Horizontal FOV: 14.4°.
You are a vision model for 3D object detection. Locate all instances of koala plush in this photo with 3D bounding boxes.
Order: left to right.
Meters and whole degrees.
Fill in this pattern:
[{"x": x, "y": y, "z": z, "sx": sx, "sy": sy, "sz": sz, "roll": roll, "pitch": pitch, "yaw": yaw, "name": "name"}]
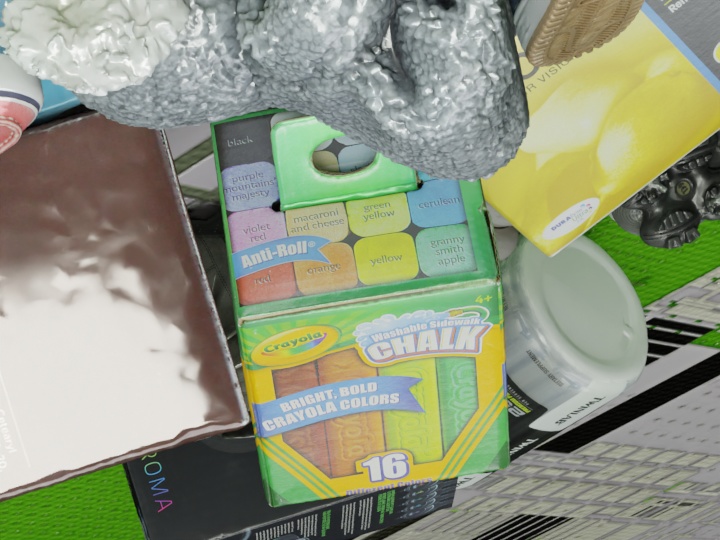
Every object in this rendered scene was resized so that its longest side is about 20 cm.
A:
[{"x": -0.042, "y": -0.112, "z": 1.165, "sx": 0.200, "sy": 0.184, "sz": 0.177, "roll": -11, "pitch": -176, "yaw": 5, "name": "koala plush"}]

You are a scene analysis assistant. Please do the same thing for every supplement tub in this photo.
[{"x": 0.080, "y": 0.065, "z": 1.859, "sx": 0.122, "sy": 0.123, "sz": 0.200, "roll": 2, "pitch": 151, "yaw": -46, "name": "supplement tub"}]

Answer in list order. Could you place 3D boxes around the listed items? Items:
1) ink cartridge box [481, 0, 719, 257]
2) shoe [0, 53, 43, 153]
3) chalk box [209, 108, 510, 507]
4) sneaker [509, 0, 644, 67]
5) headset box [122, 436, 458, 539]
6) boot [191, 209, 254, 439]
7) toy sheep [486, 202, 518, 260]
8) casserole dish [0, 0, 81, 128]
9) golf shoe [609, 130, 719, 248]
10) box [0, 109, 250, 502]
[{"x": 0.112, "y": -0.119, "z": 1.372, "sx": 0.198, "sy": 0.047, "sz": 0.200, "roll": -37, "pitch": 138, "yaw": 15, "name": "ink cartridge box"}, {"x": -0.216, "y": -0.022, "z": 1.216, "sx": 0.200, "sy": 0.091, "sz": 0.071, "roll": -18, "pitch": 157, "yaw": 27, "name": "shoe"}, {"x": 0.000, "y": 0.000, "z": 1.338, "sx": 0.124, "sy": 0.124, "sz": 0.200, "roll": -9, "pitch": 143, "yaw": 0, "name": "chalk box"}, {"x": 0.093, "y": -0.175, "z": 1.217, "sx": 0.070, "sy": 0.109, "sz": 0.200, "roll": -16, "pitch": 164, "yaw": -19, "name": "sneaker"}, {"x": -0.049, "y": 0.076, "z": 1.688, "sx": 0.200, "sy": 0.174, "sz": 0.093, "roll": -16, "pitch": 161, "yaw": -7, "name": "headset box"}, {"x": -0.093, "y": 0.036, "z": 1.606, "sx": 0.200, "sy": 0.131, "sz": 0.068, "roll": -15, "pitch": 160, "yaw": -11, "name": "boot"}, {"x": 0.032, "y": -0.051, "z": 1.499, "sx": 0.200, "sy": 0.138, "sz": 0.138, "roll": -51, "pitch": 149, "yaw": 20, "name": "toy sheep"}, {"x": -0.168, "y": -0.116, "z": 1.270, "sx": 0.121, "sy": 0.039, "sz": 0.200, "roll": -17, "pitch": 161, "yaw": -8, "name": "casserole dish"}, {"x": 0.231, "y": -0.083, "z": 1.706, "sx": 0.200, "sy": 0.078, "sz": 0.094, "roll": -24, "pitch": -169, "yaw": -12, "name": "golf shoe"}, {"x": -0.174, "y": 0.024, "z": 1.384, "sx": 0.200, "sy": 0.164, "sz": 0.166, "roll": -17, "pitch": -179, "yaw": -5, "name": "box"}]
